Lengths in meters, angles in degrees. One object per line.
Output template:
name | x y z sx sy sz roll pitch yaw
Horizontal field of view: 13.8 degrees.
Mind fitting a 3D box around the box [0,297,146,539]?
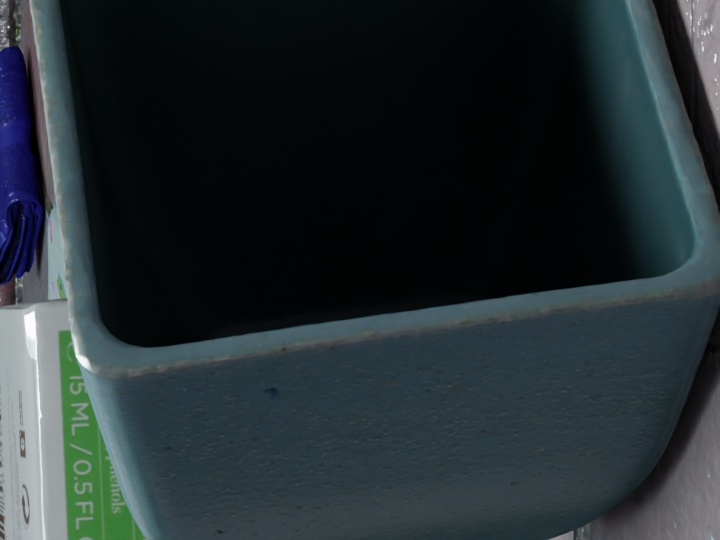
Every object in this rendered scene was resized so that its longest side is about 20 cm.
box | -0.085 0.109 1.437 0.200 0.171 0.199 177 91 -77

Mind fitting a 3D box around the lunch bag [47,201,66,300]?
lunch bag | -0.171 0.038 2.065 0.200 0.077 0.161 -131 40 -71

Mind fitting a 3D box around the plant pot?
plant pot | 0.000 0.000 0.996 0.200 0.196 0.196 90 171 -53

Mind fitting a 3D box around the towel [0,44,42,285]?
towel | -0.344 -0.104 2.950 0.148 0.049 0.200 115 152 -51
